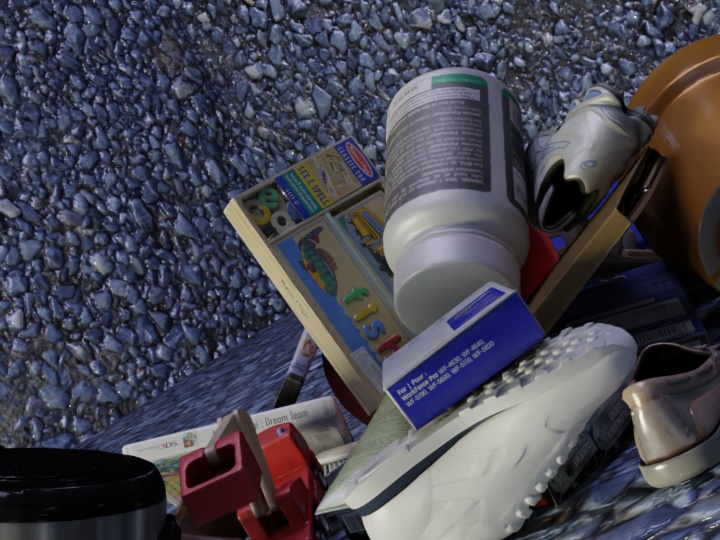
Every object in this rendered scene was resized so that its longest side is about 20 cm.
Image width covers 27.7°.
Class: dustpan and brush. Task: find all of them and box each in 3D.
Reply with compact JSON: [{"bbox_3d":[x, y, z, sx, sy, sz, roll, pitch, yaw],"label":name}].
[{"bbox_3d":[0.014,0.147,1.207,0.199,0.058,0.139,-25,4,38],"label":"dustpan and brush"}]

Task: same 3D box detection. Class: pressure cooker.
[{"bbox_3d":[-0.206,0.217,0.904,0.177,0.202,0.175,2,1,37],"label":"pressure cooker"}]

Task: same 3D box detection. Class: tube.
[{"bbox_3d":[0.027,0.120,1.008,0.058,0.052,0.200,-58,-2,19],"label":"tube"}]

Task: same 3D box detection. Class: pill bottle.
[{"bbox_3d":[0.074,-0.052,1.132,0.113,0.113,0.201,-26,42,29],"label":"pill bottle"}]

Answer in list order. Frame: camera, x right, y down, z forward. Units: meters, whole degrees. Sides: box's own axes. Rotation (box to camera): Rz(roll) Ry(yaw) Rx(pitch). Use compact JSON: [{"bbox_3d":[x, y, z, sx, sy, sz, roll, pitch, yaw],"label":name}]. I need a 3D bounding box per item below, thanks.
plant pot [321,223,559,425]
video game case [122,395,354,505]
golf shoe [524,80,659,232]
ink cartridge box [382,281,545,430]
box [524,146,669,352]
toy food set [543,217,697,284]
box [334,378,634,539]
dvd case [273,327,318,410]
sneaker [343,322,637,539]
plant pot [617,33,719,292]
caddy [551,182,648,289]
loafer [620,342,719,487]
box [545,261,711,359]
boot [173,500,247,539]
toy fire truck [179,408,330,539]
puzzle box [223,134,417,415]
[{"bbox_3d":[0.062,0.049,1.285,0.200,0.201,0.177,-30,-11,-34],"label":"plant pot"},{"bbox_3d":[-0.098,0.161,1.280,0.180,0.024,0.200,-13,-19,1],"label":"video game case"},{"bbox_3d":[0.154,-0.065,1.138,0.098,0.078,0.200,-55,-5,-24],"label":"golf shoe"},{"bbox_3d":[0.061,0.051,0.916,0.099,0.039,0.200,-36,-1,2],"label":"ink cartridge box"},{"bbox_3d":[0.145,0.011,1.056,0.201,0.021,0.164,-54,-3,27],"label":"box"},{"bbox_3d":[0.254,-0.025,1.313,0.198,0.061,0.143,3,-8,-21],"label":"toy food set"},{"bbox_3d":[0.092,0.132,1.009,0.199,0.040,0.137,-24,6,47],"label":"box"},{"bbox_3d":[-0.039,0.046,1.319,0.143,0.017,0.201,114,177,-59],"label":"dvd case"},{"bbox_3d":[0.087,0.106,0.863,0.199,0.081,0.076,-36,0,17],"label":"sneaker"},{"bbox_3d":[0.303,-0.063,1.112,0.199,0.201,0.184,-27,19,14],"label":"plant pot"},{"bbox_3d":[0.260,-0.027,1.515,0.141,0.106,0.199,1,-19,-45],"label":"caddy"},{"bbox_3d":[0.196,0.070,0.900,0.072,0.063,0.200,-27,4,19],"label":"loafer"},{"bbox_3d":[0.198,0.046,1.133,0.120,0.033,0.200,-17,15,9],"label":"box"},{"bbox_3d":[-0.110,0.219,1.162,0.186,0.065,0.200,-34,7,-28],"label":"boot"},{"bbox_3d":[-0.074,0.153,1.071,0.048,0.142,0.200,-26,21,8],"label":"toy fire truck"},{"bbox_3d":[0.000,0.000,1.158,0.133,0.201,0.025,-31,-9,-35],"label":"puzzle box"}]
